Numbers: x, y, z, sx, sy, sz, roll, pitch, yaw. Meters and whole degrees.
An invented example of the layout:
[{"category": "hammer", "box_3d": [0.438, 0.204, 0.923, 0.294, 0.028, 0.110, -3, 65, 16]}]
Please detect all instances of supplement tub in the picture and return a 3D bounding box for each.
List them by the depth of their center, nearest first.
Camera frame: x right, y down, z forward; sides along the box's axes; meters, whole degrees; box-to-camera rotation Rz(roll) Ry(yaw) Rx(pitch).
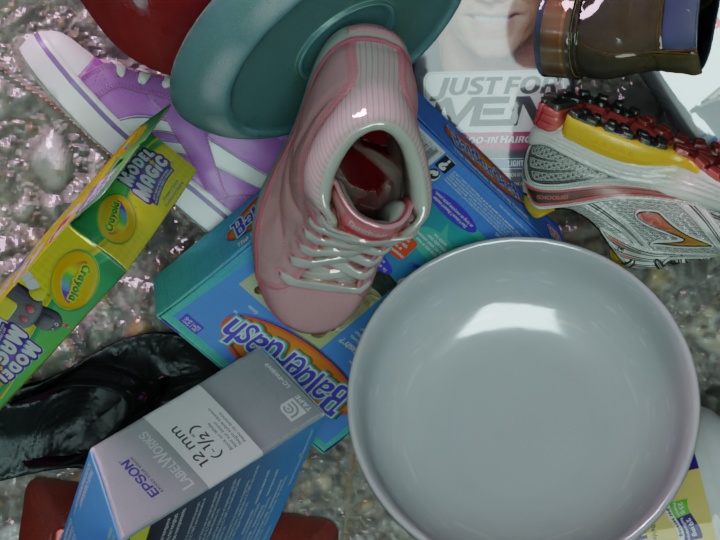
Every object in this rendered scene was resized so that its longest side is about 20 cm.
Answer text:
[{"category": "supplement tub", "box_3d": [0.162, 0.162, 1.527, 0.199, 0.145, 0.146, -12, 99, -1]}]

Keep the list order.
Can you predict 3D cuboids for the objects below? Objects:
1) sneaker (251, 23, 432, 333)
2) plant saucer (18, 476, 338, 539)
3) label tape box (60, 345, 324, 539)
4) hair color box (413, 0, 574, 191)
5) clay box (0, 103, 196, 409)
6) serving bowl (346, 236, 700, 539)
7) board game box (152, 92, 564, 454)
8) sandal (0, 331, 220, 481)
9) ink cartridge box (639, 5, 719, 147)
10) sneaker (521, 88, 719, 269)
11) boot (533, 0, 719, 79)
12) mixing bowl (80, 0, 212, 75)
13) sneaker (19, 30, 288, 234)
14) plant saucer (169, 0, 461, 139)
[{"category": "sneaker", "box_3d": [-0.012, -0.026, 1.387, 0.075, 0.105, 0.201, 6, 126, -14]}, {"category": "plant saucer", "box_3d": [-0.125, 0.243, 1.579, 0.199, 0.037, 0.201, 9, 98, -4]}, {"category": "label tape box", "box_3d": [-0.126, 0.146, 1.461, 0.200, 0.143, 0.066, -28, 66, -35]}, {"category": "hair color box", "box_3d": [0.077, -0.149, 1.520, 0.100, 0.061, 0.201, -2, 98, -3]}, {"category": "clay box", "box_3d": [-0.168, -0.001, 1.457, 0.048, 0.115, 0.200, 40, 127, -9]}, {"category": "serving bowl", "box_3d": [0.093, 0.084, 1.449, 0.200, 0.066, 0.201, -1, 70, 2]}, {"category": "board game box", "box_3d": [0.000, 0.000, 1.497, 0.200, 0.045, 0.152, -38, 122, 16]}, {"category": "sandal", "box_3d": [-0.180, 0.094, 1.547, 0.200, 0.048, 0.076, -17, 99, 0]}, {"category": "ink cartridge box", "box_3d": [0.268, -0.102, 1.525, 0.147, 0.086, 0.200, -35, 100, 3]}, {"category": "sneaker", "box_3d": [0.187, -0.035, 1.466, 0.200, 0.078, 0.082, 24, 112, 11]}, {"category": "boot", "box_3d": [0.177, -0.190, 1.472, 0.097, 0.075, 0.200, 9, 63, 25]}, {"category": "mixing bowl", "box_3d": [-0.086, -0.180, 1.458, 0.200, 0.200, 0.109, -1, 132, -3]}, {"category": "sneaker", "box_3d": [-0.102, -0.103, 1.515, 0.200, 0.073, 0.114, 38, 93, -19]}, {"category": "plant saucer", "box_3d": [-0.014, -0.135, 1.400, 0.200, 0.200, 0.027, -35, 70, 2]}]
